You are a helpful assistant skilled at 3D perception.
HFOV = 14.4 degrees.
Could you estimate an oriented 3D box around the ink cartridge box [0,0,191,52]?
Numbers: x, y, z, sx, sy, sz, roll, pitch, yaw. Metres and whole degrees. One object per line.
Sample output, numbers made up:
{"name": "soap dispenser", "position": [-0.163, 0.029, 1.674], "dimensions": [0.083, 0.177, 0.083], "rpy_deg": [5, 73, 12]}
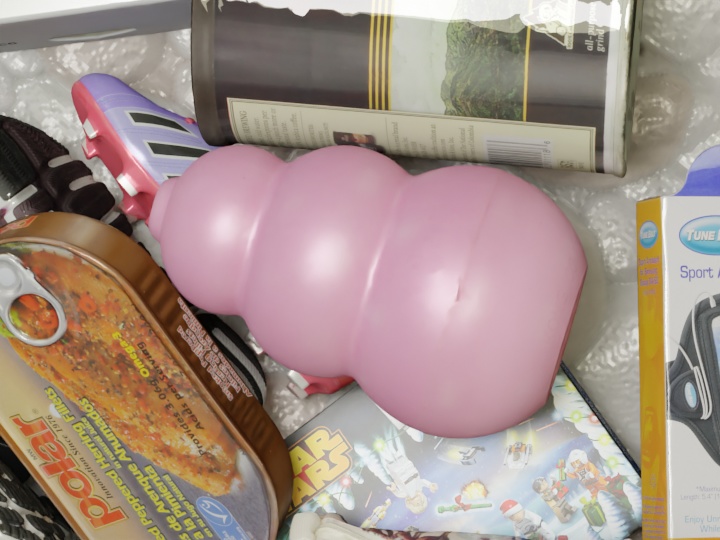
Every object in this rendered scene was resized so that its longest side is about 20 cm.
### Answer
{"name": "ink cartridge box", "position": [-0.145, -0.217, 1.394], "dimensions": [0.144, 0.084, 0.201], "rpy_deg": [-7, 87, 7]}

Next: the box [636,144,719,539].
{"name": "box", "position": [0.192, 0.042, 1.344], "dimensions": [0.118, 0.041, 0.202], "rpy_deg": [0, 85, -15]}

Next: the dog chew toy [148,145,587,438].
{"name": "dog chew toy", "position": [0.000, 0.000, 1.306], "dimensions": [0.199, 0.125, 0.125], "rpy_deg": [17, 90, 6]}

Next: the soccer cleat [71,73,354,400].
{"name": "soccer cleat", "position": [-0.060, -0.027, 1.390], "dimensions": [0.076, 0.067, 0.200], "rpy_deg": [-40, 84, -12]}

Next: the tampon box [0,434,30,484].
{"name": "tampon box", "position": [-0.274, 0.071, 1.324], "dimensions": [0.150, 0.200, 0.126], "rpy_deg": [43, 94, 25]}

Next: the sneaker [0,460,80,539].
{"name": "sneaker", "position": [-0.175, 0.142, 1.323], "dimensions": [0.085, 0.200, 0.077], "rpy_deg": [-42, 63, -3]}

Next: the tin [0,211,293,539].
{"name": "tin", "position": [-0.112, 0.062, 1.323], "dimensions": [0.112, 0.042, 0.200], "rpy_deg": [-28, 107, 26]}

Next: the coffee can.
{"name": "coffee can", "position": [0.031, -0.124, 1.337], "dimensions": [0.199, 0.146, 0.147], "rpy_deg": [5, 88, 7]}

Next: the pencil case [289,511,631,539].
{"name": "pencil case", "position": [0.065, 0.154, 1.297], "dimensions": [0.199, 0.078, 0.090], "rpy_deg": [4, 114, 18]}

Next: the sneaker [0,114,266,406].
{"name": "sneaker", "position": [-0.148, 0.029, 1.379], "dimensions": [0.200, 0.076, 0.116], "rpy_deg": [48, 117, 7]}

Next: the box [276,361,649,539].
{"name": "box", "position": [0.029, 0.118, 1.379], "dimensions": [0.200, 0.040, 0.137], "rpy_deg": [-37, 83, 4]}
